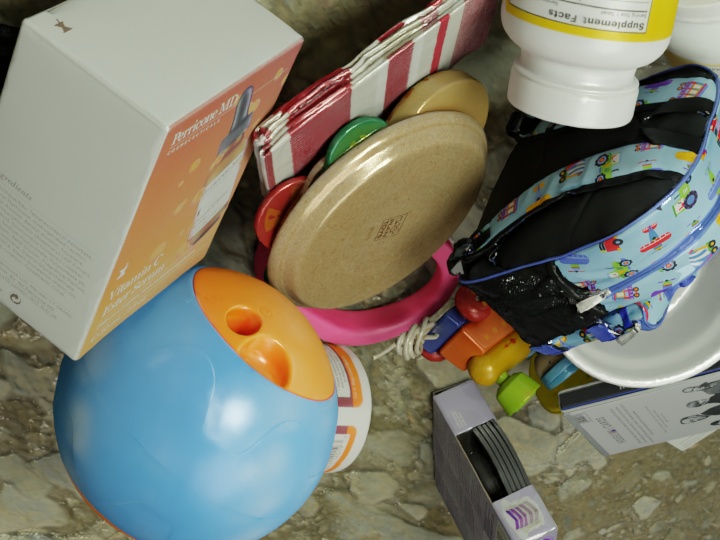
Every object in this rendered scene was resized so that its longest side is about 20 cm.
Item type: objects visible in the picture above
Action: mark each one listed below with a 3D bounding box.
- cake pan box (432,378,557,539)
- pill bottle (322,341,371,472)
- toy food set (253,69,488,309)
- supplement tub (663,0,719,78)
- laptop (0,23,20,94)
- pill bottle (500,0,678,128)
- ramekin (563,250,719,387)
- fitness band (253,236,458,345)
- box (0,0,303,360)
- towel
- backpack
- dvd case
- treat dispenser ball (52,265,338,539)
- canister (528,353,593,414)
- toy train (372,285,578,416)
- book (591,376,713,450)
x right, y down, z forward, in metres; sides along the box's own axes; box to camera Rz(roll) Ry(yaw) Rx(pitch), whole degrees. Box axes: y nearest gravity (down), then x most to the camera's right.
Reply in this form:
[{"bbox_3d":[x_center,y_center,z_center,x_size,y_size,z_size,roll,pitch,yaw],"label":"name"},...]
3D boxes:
[{"bbox_3d":[0.130,0.231,1.480,0.052,0.185,0.201,-23,145,-12],"label":"cake pan box"},{"bbox_3d":[-0.100,0.112,1.236,0.199,0.115,0.114,6,134,-37],"label":"pill bottle"},{"bbox_3d":[0.009,-0.048,1.076,0.197,0.049,0.201,-27,153,-24],"label":"toy food set"},{"bbox_3d":[0.280,-0.192,1.061,0.145,0.146,0.200,-35,144,13],"label":"supplement tub"},{"bbox_3d":[-0.325,-0.077,0.937,0.176,0.103,0.201,1,112,-35],"label":"laptop"},{"bbox_3d":[0.151,-0.199,0.941,0.112,0.112,0.201,-5,117,-28],"label":"pill bottle"},{"bbox_3d":[0.229,-0.014,1.231,0.199,0.098,0.202,-3,106,-9],"label":"ramekin"},{"bbox_3d":[0.000,0.000,1.225,0.143,0.038,0.200,-38,143,16],"label":"fitness band"},{"bbox_3d":[-0.145,-0.073,0.917,0.152,0.106,0.201,-43,167,-48],"label":"box"},{"bbox_3d":[0.010,-0.125,1.001,0.200,0.023,0.144,-38,172,-7],"label":"towel"},{"bbox_3d":[0.186,-0.045,1.038,0.135,0.183,0.199,44,140,-22],"label":"backpack"},{"bbox_3d":[0.289,0.114,1.310,0.199,0.025,0.150,-16,153,18],"label":"dvd case"},{"bbox_3d":[-0.115,0.097,1.045,0.199,0.202,0.202,-17,145,-13],"label":"treat dispenser ball"},{"bbox_3d":[0.282,0.090,1.482,0.199,0.087,0.149,9,132,-38],"label":"canister"},{"bbox_3d":[0.104,0.077,1.263,0.200,0.116,0.085,-32,168,-44],"label":"toy train"},{"bbox_3d":[0.317,0.101,1.400,0.133,0.048,0.200,-34,143,18],"label":"book"}]
